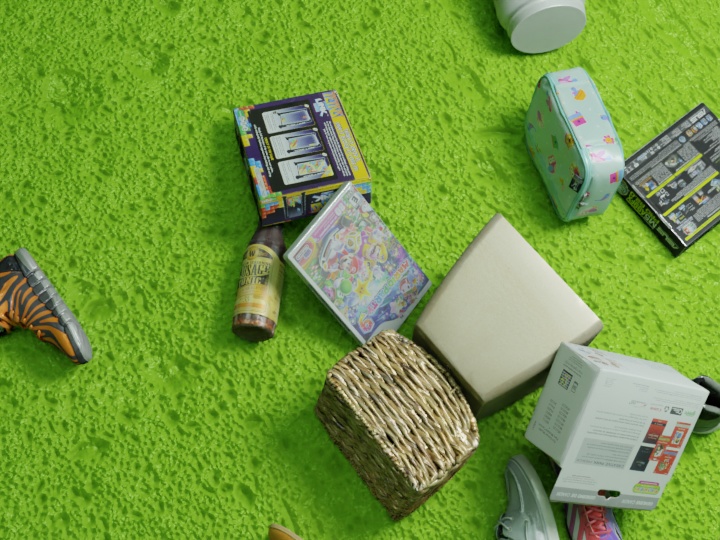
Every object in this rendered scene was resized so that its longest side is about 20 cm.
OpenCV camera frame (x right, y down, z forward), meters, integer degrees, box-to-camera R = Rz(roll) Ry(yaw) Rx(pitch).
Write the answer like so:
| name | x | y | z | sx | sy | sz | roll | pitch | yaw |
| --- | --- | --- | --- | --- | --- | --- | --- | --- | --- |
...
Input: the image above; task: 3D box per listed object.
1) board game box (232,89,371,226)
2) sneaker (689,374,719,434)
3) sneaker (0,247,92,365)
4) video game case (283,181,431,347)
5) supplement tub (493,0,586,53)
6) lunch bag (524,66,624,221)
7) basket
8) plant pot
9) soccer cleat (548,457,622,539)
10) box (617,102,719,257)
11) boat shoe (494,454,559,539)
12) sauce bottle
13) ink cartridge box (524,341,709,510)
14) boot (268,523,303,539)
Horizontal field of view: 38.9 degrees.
| name | x | y | z | sx | sy | sz | roll | pitch | yaw |
| --- | --- | --- | --- | --- | --- | --- | --- | --- | --- |
| board game box | -0.087 | -0.167 | 1.480 | 0.162 | 0.057 | 0.202 | -11 | 50 | -10 |
| sneaker | 0.414 | 0.167 | 1.386 | 0.196 | 0.116 | 0.076 | 7 | 67 | -2 |
| sneaker | -0.449 | 0.072 | 1.379 | 0.111 | 0.078 | 0.200 | -36 | 64 | -13 |
| video game case | 0.000 | 0.000 | 1.411 | 0.201 | 0.018 | 0.144 | 49 | 67 | -24 |
| supplement tub | 0.274 | -0.464 | 1.615 | 0.142 | 0.145 | 0.204 | -7 | 69 | -8 |
| lunch bag | 0.308 | -0.178 | 1.498 | 0.076 | 0.161 | 0.203 | -9 | 63 | -14 |
| basket | 0.051 | 0.195 | 1.334 | 0.142 | 0.150 | 0.201 | -34 | 73 | -24 |
| plant pot | 0.175 | 0.084 | 1.362 | 0.176 | 0.200 | 0.200 | -40 | 76 | -13 |
| soccer cleat | 0.301 | 0.299 | 1.346 | 0.067 | 0.073 | 0.203 | -12 | 69 | -10 |
| box | 0.503 | -0.140 | 1.559 | 0.199 | 0.044 | 0.161 | -36 | 76 | -17 |
| boat shoe | 0.213 | 0.343 | 1.322 | 0.070 | 0.070 | 0.204 | -10 | 71 | -12 |
| sauce bottle | -0.138 | -0.003 | 1.435 | 0.065 | 0.066 | 0.203 | 6 | 63 | -2 |
| ink cartridge box | 0.314 | 0.200 | 1.284 | 0.197 | 0.084 | 0.178 | 13 | 103 | -31 |
| boot | -0.080 | 0.429 | 1.259 | 0.201 | 0.071 | 0.144 | 43 | 68 | 7 |
